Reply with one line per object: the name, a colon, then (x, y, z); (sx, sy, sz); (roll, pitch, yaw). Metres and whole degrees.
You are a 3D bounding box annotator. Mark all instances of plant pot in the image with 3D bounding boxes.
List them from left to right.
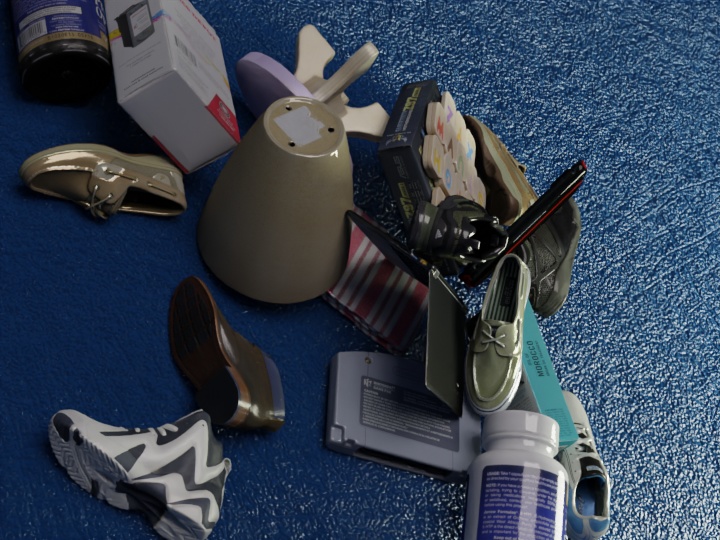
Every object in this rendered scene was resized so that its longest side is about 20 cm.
plant pot: (-0.084, -0.097, 1.565); (0.186, 0.201, 0.188); (8, 51, -9)

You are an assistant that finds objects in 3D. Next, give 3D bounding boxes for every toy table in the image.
toy table: (-0.049, -0.214, 1.716); (0.117, 0.184, 0.201); (-38, 97, -25)

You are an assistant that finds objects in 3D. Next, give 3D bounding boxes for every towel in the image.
towel: (0.000, 0.000, 1.700); (0.200, 0.030, 0.147); (39, 48, -8)

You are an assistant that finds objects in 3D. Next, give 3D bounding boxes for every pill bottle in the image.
pill bottle: (-0.361, -0.309, 1.615); (0.111, 0.112, 0.201); (2, 61, -31)
pill bottle: (0.177, 0.269, 1.554); (0.119, 0.120, 0.202); (18, 63, -21)

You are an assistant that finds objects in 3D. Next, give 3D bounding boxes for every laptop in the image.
laptop: (0.054, 0.052, 1.585); (0.199, 0.187, 0.116); (35, 85, 23)

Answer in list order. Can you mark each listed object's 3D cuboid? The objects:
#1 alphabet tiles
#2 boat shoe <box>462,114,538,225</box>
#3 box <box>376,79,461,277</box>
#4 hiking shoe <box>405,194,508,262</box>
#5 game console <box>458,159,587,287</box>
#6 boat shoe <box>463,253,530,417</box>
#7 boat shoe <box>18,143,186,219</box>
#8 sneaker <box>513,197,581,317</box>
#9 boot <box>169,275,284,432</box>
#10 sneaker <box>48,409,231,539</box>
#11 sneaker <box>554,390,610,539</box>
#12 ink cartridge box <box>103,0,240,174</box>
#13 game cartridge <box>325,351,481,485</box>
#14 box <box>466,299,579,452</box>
alphabet tiles: (0.122, -0.117, 1.718); (0.200, 0.014, 0.197); (54, 36, -50)
boat shoe: (0.189, -0.134, 1.854); (0.076, 0.072, 0.201); (0, 48, -26)
box: (0.088, -0.115, 1.723); (0.158, 0.051, 0.201); (-71, 145, -49)
hiking shoe: (0.125, -0.038, 1.576); (0.100, 0.076, 0.200); (22, 14, 19)
game console: (0.199, -0.057, 1.689); (0.200, 0.177, 0.031); (-44, 83, 1)
boat shoe: (0.162, 0.075, 1.645); (0.071, 0.062, 0.202); (5, 72, 17)
boat shoe: (-0.289, -0.096, 1.553); (0.199, 0.072, 0.065); (4, 58, -36)
sneaker: (0.232, -0.044, 1.836); (0.114, 0.076, 0.201); (30, 55, -20)
boot: (-0.151, 0.100, 1.531); (0.097, 0.075, 0.201); (27, 33, -49)
sneaker: (-0.218, 0.181, 1.416); (0.198, 0.080, 0.130); (32, 44, -4)
sneaker: (0.274, 0.237, 1.687); (0.071, 0.073, 0.201); (10, 55, -24)
ink cartridge box: (-0.223, -0.237, 1.606); (0.148, 0.085, 0.201); (48, 19, -45)
game cartridge: (0.052, 0.170, 1.616); (0.199, 0.042, 0.134); (18, 49, -21)
box: (0.199, 0.136, 1.697); (0.049, 0.082, 0.201); (-1, 62, -34)
